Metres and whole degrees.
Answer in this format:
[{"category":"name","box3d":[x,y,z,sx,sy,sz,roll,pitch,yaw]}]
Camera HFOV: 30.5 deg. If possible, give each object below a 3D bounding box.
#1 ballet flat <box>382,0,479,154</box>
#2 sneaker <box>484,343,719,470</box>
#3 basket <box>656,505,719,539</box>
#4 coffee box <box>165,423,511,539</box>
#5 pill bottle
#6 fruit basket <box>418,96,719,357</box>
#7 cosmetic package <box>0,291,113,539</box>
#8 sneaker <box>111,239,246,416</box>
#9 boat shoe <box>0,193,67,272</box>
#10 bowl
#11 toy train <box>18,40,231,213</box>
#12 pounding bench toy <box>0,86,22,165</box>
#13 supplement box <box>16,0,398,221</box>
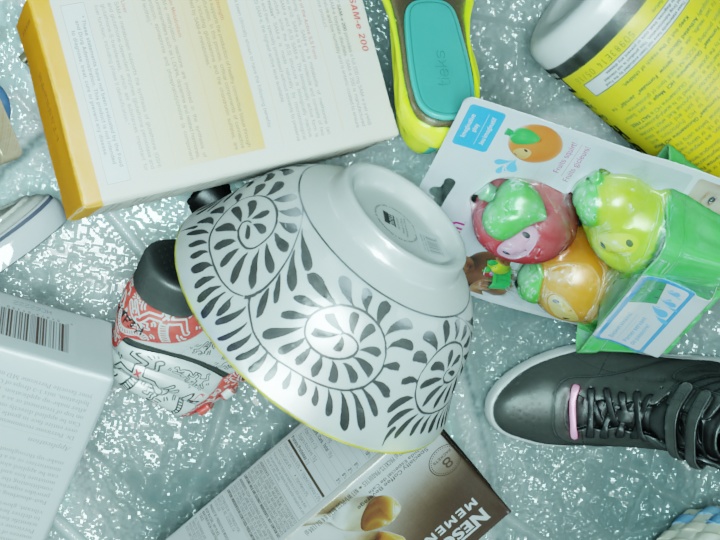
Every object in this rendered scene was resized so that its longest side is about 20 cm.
[{"category":"ballet flat","box3d":[0.040,-0.165,0.834,0.067,0.067,0.201,2,70,-8]},{"category":"sneaker","box3d":[0.187,0.093,0.878,0.199,0.099,0.071,-1,100,-6]},{"category":"basket","box3d":[0.234,0.272,0.878,0.176,0.139,0.200,49,59,-10]},{"category":"coffee box","box3d":[-0.020,0.171,0.855,0.200,0.080,0.114,-40,126,-1]},{"category":"pill bottle","box3d":[0.215,-0.119,0.845,0.200,0.112,0.113,39,92,-10]},{"category":"fruit basket","box3d":[0.129,-0.016,0.828,0.199,0.185,0.094,13,55,-11]},{"category":"cosmetic package","box3d":[-0.232,0.116,0.808,0.101,0.071,0.200,19,112,-21]},{"category":"sneaker","box3d":[-0.067,0.046,0.863,0.201,0.067,0.108,11,128,-29]},{"category":"boat shoe","box3d":[-0.282,-0.006,0.823,0.200,0.071,0.070,-28,103,4]},{"category":"bowl","box3d":[0.000,0.000,0.773,0.201,0.201,0.094,35,118,-10]},{"category":"toy train","box3d":[-0.138,-0.081,0.839,0.200,0.046,0.034,42,91,-10]},{"category":"pounding bench toy","box3d":[-0.315,-0.094,0.784,0.156,0.200,0.125,-29,105,-34]},{"category":"supplement box","box3d":[-0.092,-0.115,0.796,0.200,0.074,0.126,-15,90,-20]}]
